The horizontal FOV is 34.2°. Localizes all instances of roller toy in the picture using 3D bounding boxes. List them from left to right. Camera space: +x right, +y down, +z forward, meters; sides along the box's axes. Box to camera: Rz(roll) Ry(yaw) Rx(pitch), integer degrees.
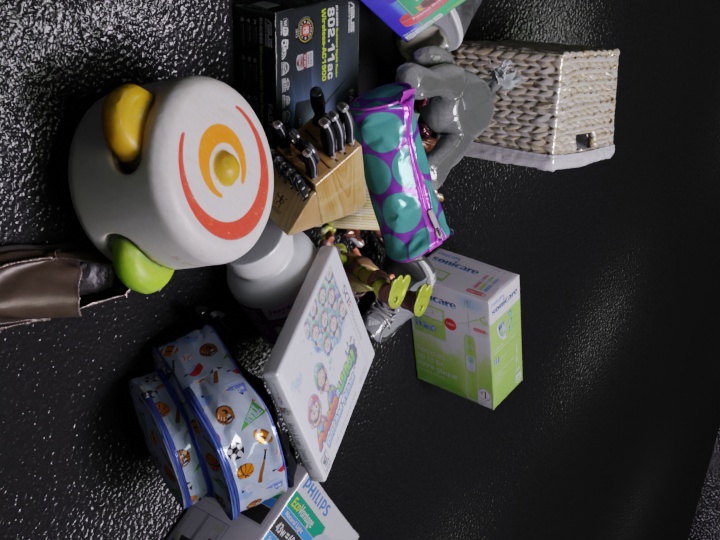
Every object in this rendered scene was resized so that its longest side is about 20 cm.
[{"bbox_3d":[-0.177,-0.095,1.139,0.182,0.139,0.201,-39,119,-53],"label":"roller toy"}]

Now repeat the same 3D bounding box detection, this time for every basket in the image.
[{"bbox_3d":[0.238,-0.239,1.651,0.198,0.199,0.162,-16,113,-51],"label":"basket"}]

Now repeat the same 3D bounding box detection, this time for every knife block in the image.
[{"bbox_3d":[-0.033,-0.128,1.266,0.200,0.064,0.176,-22,153,-54],"label":"knife block"}]

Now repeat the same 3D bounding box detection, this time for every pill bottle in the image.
[{"bbox_3d":[-0.090,0.018,1.381,0.112,0.112,0.200,-56,144,-21],"label":"pill bottle"}]

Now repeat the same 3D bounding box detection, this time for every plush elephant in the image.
[{"bbox_3d":[0.085,-0.221,1.493,0.200,0.155,0.165,-36,124,-30],"label":"plush elephant"}]

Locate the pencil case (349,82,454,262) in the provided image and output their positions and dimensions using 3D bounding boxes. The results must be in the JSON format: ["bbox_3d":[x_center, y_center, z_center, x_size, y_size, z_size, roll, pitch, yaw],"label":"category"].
[{"bbox_3d":[0.048,-0.116,1.380,0.085,0.092,0.201,-32,115,-35],"label":"pencil case"}]

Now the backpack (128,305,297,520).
[{"bbox_3d":[-0.160,0.175,1.292,0.154,0.190,0.200,-33,134,-20],"label":"backpack"}]

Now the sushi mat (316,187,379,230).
[{"bbox_3d":[0.007,-0.098,1.497,0.199,0.012,0.096,1,103,-36],"label":"sushi mat"}]

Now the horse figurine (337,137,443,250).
[{"bbox_3d":[0.053,-0.105,1.571,0.132,0.050,0.200,36,84,-42],"label":"horse figurine"}]

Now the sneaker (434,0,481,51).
[{"bbox_3d":[0.102,-0.393,1.501,0.099,0.070,0.200,-59,141,-42],"label":"sneaker"}]

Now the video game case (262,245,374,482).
[{"bbox_3d":[-0.042,0.105,1.326,0.200,0.024,0.182,-67,148,-42],"label":"video game case"}]

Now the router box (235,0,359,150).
[{"bbox_3d":[-0.069,-0.215,1.338,0.150,0.062,0.201,-29,129,-47],"label":"router box"}]

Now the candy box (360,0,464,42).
[{"bbox_3d":[0.074,-0.363,1.335,0.169,0.077,0.200,-34,162,14],"label":"candy box"}]

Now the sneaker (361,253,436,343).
[{"bbox_3d":[0.042,0.043,1.587,0.116,0.075,0.200,-48,161,-17],"label":"sneaker"}]

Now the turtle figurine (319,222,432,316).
[{"bbox_3d":[0.000,0.000,1.434,0.065,0.161,0.200,-55,139,-6],"label":"turtle figurine"}]

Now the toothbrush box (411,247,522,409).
[{"bbox_3d":[0.157,0.086,1.737,0.086,0.145,0.201,-37,135,-38],"label":"toothbrush box"}]

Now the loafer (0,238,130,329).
[{"bbox_3d":[-0.297,0.012,1.120,0.200,0.071,0.073,-22,123,-48],"label":"loafer"}]

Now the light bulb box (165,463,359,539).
[{"bbox_3d":[-0.129,0.353,1.483,0.200,0.125,0.198,-55,143,-21],"label":"light bulb box"}]
